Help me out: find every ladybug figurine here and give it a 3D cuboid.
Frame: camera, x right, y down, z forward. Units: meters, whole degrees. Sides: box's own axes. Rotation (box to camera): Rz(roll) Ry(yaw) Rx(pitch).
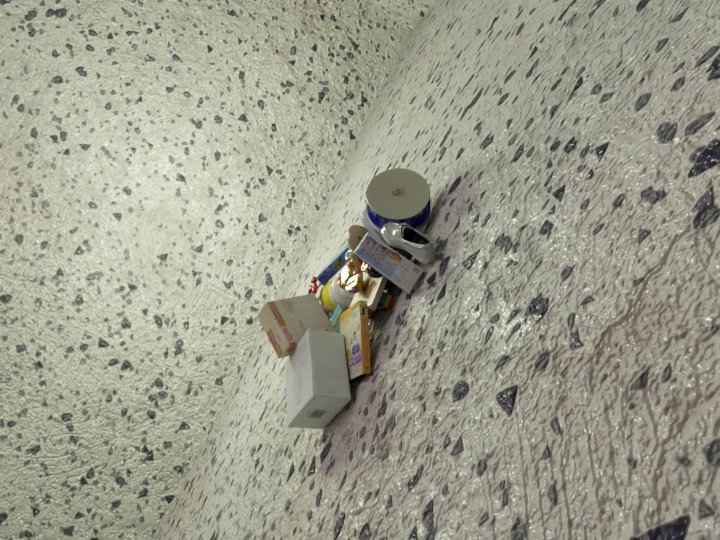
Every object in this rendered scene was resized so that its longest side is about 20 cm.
[{"bbox_3d":[0.018,-0.067,1.855,0.070,0.202,0.139,-7,52,22],"label":"ladybug figurine"}]

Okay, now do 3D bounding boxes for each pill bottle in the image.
[{"bbox_3d":[-0.062,0.074,1.954,0.199,0.110,0.115,-32,31,61],"label":"pill bottle"}]

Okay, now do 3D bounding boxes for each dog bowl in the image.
[{"bbox_3d":[0.111,-0.203,1.669,0.080,0.193,0.205,83,-157,-55],"label":"dog bowl"}]

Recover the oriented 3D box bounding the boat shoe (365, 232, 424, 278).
[{"bbox_3d":[0.102,-0.045,1.567,0.196,0.076,0.060,-29,3,-18],"label":"boat shoe"}]

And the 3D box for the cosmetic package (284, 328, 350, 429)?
[{"bbox_3d":[-0.126,0.310,1.597,0.201,0.119,0.205,-52,37,43],"label":"cosmetic package"}]

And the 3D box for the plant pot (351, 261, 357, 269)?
[{"bbox_3d":[0.012,-0.042,2.080,0.202,0.027,0.202,-56,15,22],"label":"plant pot"}]

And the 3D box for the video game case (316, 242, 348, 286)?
[{"bbox_3d":[-0.072,-0.042,2.064,0.199,0.046,0.181,-44,5,7],"label":"video game case"}]

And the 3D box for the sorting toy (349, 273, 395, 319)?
[{"bbox_3d":[0.056,0.048,1.676,0.205,0.068,0.198,-67,15,-18],"label":"sorting toy"}]

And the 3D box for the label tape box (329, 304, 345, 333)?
[{"bbox_3d":[-0.068,0.214,1.810,0.147,0.062,0.200,-60,15,9],"label":"label tape box"}]

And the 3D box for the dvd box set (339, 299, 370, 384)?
[{"bbox_3d":[-0.017,0.203,1.578,0.146,0.028,0.207,140,132,-56],"label":"dvd box set"}]

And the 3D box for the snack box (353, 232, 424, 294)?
[{"bbox_3d":[0.075,-0.021,1.517,0.073,0.198,0.024,-53,-23,-4],"label":"snack box"}]

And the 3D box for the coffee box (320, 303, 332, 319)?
[{"bbox_3d":[-0.167,0.241,2.073,0.202,0.078,0.115,-55,16,24],"label":"coffee box"}]

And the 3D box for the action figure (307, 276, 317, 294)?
[{"bbox_3d":[-0.189,0.117,2.035,0.066,0.050,0.206,-94,22,-74],"label":"action figure"}]

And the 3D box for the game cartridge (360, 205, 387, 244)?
[{"bbox_3d":[0.079,-0.151,1.760,0.135,0.040,0.202,-60,45,29],"label":"game cartridge"}]

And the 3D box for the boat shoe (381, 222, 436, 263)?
[{"bbox_3d":[0.124,-0.091,1.508,0.071,0.070,0.200,-31,44,-15],"label":"boat shoe"}]

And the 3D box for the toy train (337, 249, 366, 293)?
[{"bbox_3d":[0.000,0.000,1.702,0.199,0.055,0.154,8,73,66],"label":"toy train"}]

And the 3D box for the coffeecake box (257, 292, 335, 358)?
[{"bbox_3d":[-0.194,0.165,1.723,0.196,0.156,0.073,-9,-31,-46],"label":"coffeecake box"}]
